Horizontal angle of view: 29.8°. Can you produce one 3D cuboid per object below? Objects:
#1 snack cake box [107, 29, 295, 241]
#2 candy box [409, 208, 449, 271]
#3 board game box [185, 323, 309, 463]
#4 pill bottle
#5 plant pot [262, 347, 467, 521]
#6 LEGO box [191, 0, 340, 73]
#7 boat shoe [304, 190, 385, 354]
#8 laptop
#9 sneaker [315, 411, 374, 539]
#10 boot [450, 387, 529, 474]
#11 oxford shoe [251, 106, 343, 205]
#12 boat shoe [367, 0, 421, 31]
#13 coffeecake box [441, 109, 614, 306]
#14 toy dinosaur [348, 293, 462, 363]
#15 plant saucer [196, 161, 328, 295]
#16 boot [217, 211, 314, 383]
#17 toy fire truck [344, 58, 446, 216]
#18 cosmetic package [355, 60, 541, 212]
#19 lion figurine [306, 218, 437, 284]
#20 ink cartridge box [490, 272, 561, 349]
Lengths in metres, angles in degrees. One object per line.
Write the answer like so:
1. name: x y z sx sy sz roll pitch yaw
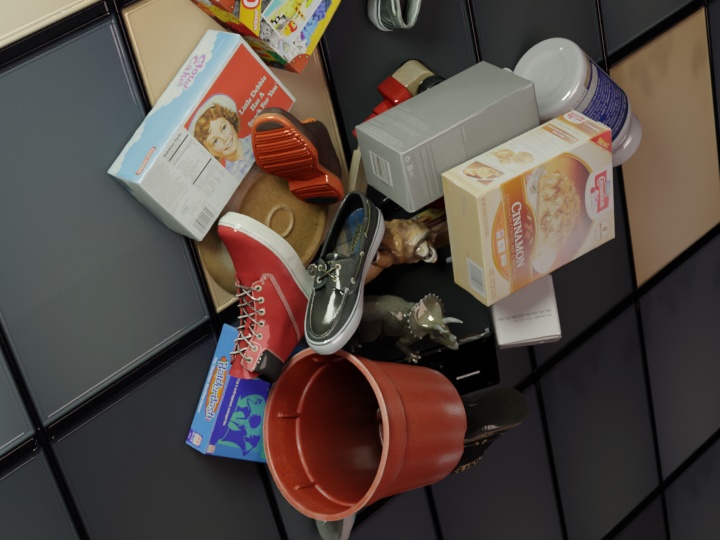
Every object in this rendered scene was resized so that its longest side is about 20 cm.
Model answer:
1. snack cake box: -0.173 -0.150 1.497 0.115 0.067 0.201 45 73 -41
2. candy box: 0.107 0.020 1.823 0.115 0.055 0.203 -26 120 -31
3. board game box: -0.107 0.161 1.680 0.199 0.045 0.154 16 93 -45
4. pill bottle: 0.306 -0.225 1.881 0.199 0.119 0.121 31 83 -44
5. plant pot: 0.018 0.192 1.651 0.194 0.199 0.204 3 103 -50
6. LEGO box: -0.085 -0.347 1.503 0.148 0.077 0.202 35 80 -44
7. boat shoe: -0.026 -0.001 1.565 0.057 0.068 0.202 55 44 -48
8. laptop: 0.082 0.084 1.787 0.175 0.104 0.201 -17 142 -1
9. sneaker: -0.008 0.267 1.789 0.081 0.074 0.203 -4 107 -37
10. boot: 0.118 0.226 1.852 0.197 0.074 0.151 -11 154 -27
11. oxford shoe: -0.073 -0.143 1.530 0.200 0.070 0.074 52 35 -64
12. boat shoe: 0.058 -0.388 1.627 0.071 0.070 0.203 -9 110 -40
13. coffeecake box: 0.201 -0.075 1.592 0.198 0.073 0.155 -27 128 -22
14. toy dinosaur: 0.031 0.060 1.676 0.103 0.197 0.078 89 14 -52
15. plant saucer: -0.105 -0.061 1.613 0.198 0.035 0.203 -16 115 -38
16. boot: -0.126 0.040 1.547 0.145 0.072 0.201 -56 137 -20
17. toy fire truck: 0.056 -0.134 1.698 0.199 0.129 0.177 -39 124 -1
18. cosmetic package: 0.105 -0.161 1.594 0.198 0.107 0.091 -26 124 -20
19. lion figurine: 0.000 0.000 1.695 0.199 0.073 0.122 -33 164 17
20. ink cartridge box: 0.201 -0.004 1.746 0.145 0.083 0.203 41 40 -82
